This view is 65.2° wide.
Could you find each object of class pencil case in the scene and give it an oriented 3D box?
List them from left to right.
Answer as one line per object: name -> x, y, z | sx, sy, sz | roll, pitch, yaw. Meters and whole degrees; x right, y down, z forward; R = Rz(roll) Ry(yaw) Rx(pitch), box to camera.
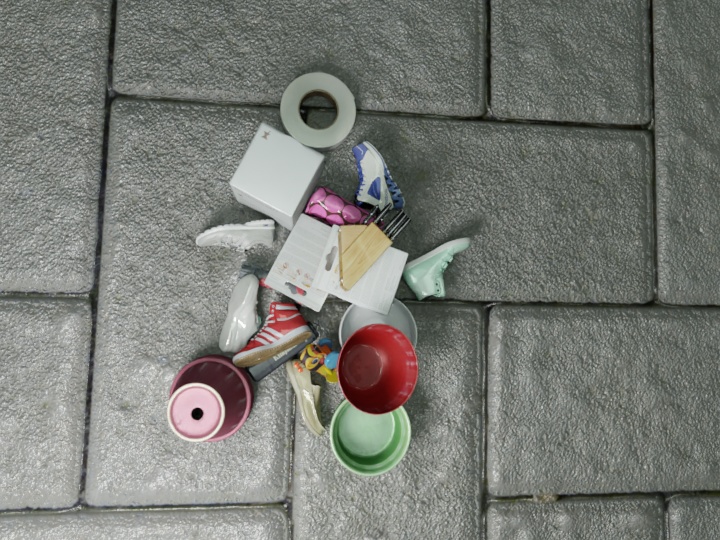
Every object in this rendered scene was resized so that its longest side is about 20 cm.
pencil case -> -0.042, -0.131, 1.433 | 0.199, 0.091, 0.094 | 30, 114, -5

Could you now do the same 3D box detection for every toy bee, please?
toy bee -> -0.105, 0.210, 1.356 | 0.108, 0.131, 0.201 | -37, 118, -9

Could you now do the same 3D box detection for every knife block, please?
knife block -> 0.035, -0.055, 1.318 | 0.173, 0.064, 0.203 | -1, 85, -9

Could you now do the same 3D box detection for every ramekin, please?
ramekin -> 0.019, 0.390, 1.388 | 0.197, 0.098, 0.203 | 1, 85, -8

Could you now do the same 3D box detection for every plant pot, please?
plant pot -> -0.355, 0.305, 1.295 | 0.197, 0.179, 0.203 | 0, 89, -2

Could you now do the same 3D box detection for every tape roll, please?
tape roll -> -0.110, -0.414, 1.473 | 0.200, 0.037, 0.206 | 1, 85, -7

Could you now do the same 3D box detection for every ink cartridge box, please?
ink cartridge box -> -0.120, -0.019, 1.388 | 0.159, 0.047, 0.202 | 26, 81, 9
ink cartridge box -> 0.000, 0.000, 1.364 | 0.198, 0.057, 0.164 | 20, 82, -2

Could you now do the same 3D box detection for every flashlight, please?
flashlight -> -0.207, 0.040, 1.410 | 0.198, 0.068, 0.068 | 12, 40, -3

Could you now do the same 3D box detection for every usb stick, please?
usb stick -> -0.196, 0.202, 1.410 | 0.199, 0.033, 0.056 | -35, 89, -9

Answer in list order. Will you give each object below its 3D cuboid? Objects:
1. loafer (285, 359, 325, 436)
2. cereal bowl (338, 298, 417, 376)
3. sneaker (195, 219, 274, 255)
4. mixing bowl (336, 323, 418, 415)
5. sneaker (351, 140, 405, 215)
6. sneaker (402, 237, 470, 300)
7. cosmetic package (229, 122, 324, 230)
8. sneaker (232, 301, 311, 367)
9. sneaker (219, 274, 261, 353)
loafer -> -0.123, 0.309, 1.388 | 0.068, 0.076, 0.202 | -21, 87, -3
cereal bowl -> 0.040, 0.160, 1.419 | 0.197, 0.083, 0.203 | 1, 86, -7
sneaker -> -0.308, -0.076, 1.399 | 0.197, 0.075, 0.083 | -9, 93, -4
mixing bowl -> 0.023, 0.224, 1.305 | 0.198, 0.108, 0.203 | 3, 83, -22
sneaker -> 0.020, -0.224, 1.451 | 0.115, 0.081, 0.201 | -32, 91, -11
sneaker -> 0.214, 0.001, 1.459 | 0.199, 0.074, 0.119 | -28, 82, 1
cosmetic package -> -0.198, -0.220, 1.362 | 0.166, 0.200, 0.168 | 28, 82, -3
sneaker -> -0.230, 0.150, 1.373 | 0.198, 0.071, 0.113 | -23, 66, -16
sneaker -> -0.277, 0.107, 1.385 | 0.088, 0.075, 0.202 | 15, 102, -35
